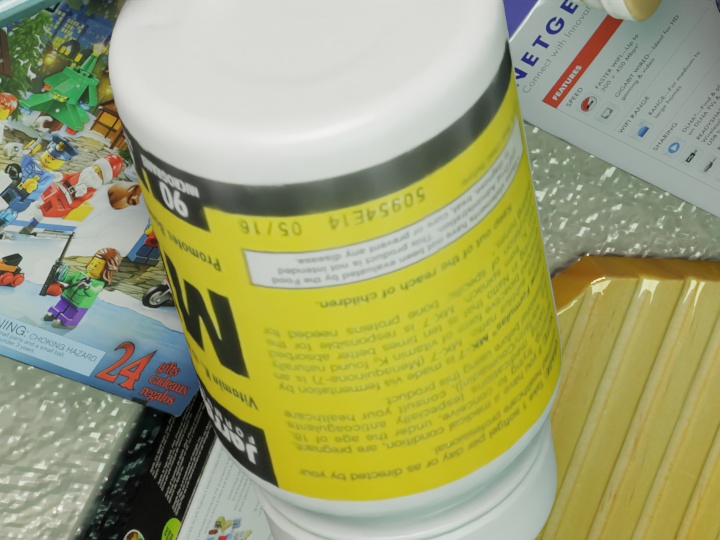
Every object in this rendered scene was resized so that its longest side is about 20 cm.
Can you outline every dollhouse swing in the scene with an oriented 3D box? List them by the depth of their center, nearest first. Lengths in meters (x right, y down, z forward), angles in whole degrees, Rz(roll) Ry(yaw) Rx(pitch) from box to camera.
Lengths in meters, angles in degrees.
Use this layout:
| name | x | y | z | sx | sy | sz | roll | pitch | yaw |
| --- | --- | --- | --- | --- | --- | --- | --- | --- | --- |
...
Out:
| name | x | y | z | sx | sy | sz | roll | pitch | yaw |
| --- | --- | --- | --- | --- | --- | --- | --- | --- | --- |
| dollhouse swing | 0.131 | 0.120 | 1.077 | 0.200 | 0.182 | 0.176 | 3 | 133 | -32 |

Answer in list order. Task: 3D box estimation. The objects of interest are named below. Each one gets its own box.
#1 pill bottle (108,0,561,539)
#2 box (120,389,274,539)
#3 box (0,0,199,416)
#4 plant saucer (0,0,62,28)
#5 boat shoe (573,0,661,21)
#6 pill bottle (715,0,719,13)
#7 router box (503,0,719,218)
| name | x | y | z | sx | sy | sz | roll | pitch | yaw |
| --- | --- | --- | --- | --- | --- | --- | --- | --- | --- |
| pill bottle | 0.000 | 0.000 | 0.874 | 0.114 | 0.114 | 0.200 | -24 | 132 | -12 |
| box | -0.024 | 0.087 | 1.035 | 0.110 | 0.035 | 0.200 | 5 | 121 | -31 |
| box | -0.098 | -0.043 | 0.888 | 0.200 | 0.038 | 0.137 | 22 | 111 | -40 |
| plant saucer | -0.160 | -0.072 | 0.798 | 0.200 | 0.019 | 0.070 | -24 | 112 | 4 |
| boat shoe | 0.033 | -0.157 | 0.849 | 0.069 | 0.071 | 0.200 | -9 | 123 | 30 |
| pill bottle | 0.159 | -0.097 | 0.879 | 0.112 | 0.112 | 0.200 | -32 | 135 | -5 |
| router box | 0.142 | -0.118 | 0.965 | 0.179 | 0.049 | 0.200 | 24 | 110 | -41 |
